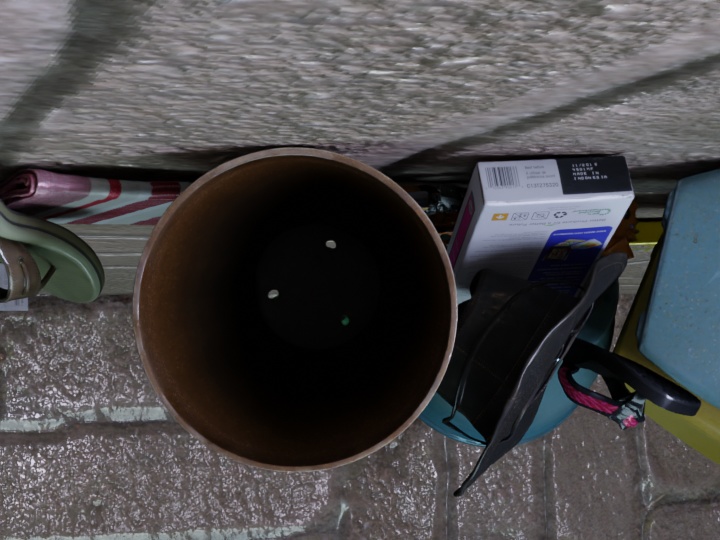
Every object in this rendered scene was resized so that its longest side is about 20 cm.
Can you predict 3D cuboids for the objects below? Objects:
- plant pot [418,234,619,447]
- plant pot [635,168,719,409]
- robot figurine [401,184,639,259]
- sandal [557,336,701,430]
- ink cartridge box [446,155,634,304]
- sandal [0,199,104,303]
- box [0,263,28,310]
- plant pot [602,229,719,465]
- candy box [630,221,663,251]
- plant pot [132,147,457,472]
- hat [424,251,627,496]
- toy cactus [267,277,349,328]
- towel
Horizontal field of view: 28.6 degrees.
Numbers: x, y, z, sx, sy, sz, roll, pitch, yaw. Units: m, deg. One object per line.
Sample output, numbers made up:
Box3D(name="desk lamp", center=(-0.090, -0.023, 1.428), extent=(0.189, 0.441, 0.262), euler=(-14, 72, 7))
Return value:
Box3D(name="plant pot", center=(0.127, 0.034, 1.193), extent=(0.200, 0.200, 0.188), euler=(-1, 163, -7))
Box3D(name="plant pot", center=(0.292, 0.020, 0.939), extent=(0.200, 0.197, 0.196), euler=(14, 180, 12))
Box3D(name="robot figurine", center=(0.090, -0.031, 1.020), extent=(0.200, 0.058, 0.145), euler=(0, 174, -12))
Box3D(name="sandal", center=(0.171, 0.080, 0.994), extent=(0.075, 0.045, 0.200), euler=(28, 178, -21))
Box3D(name="ink cartridge box", center=(0.107, -0.011, 0.934), extent=(0.095, 0.037, 0.200), euler=(-3, 152, -8))
Box3D(name="sandal", center=(-0.240, -0.012, 0.897), extent=(0.080, 0.057, 0.201), euler=(5, 165, 26))
Box3D(name="box", center=(-0.550, 0.025, 1.847), extent=(0.200, 0.060, 0.117), euler=(-2, 177, 8))
Box3D(name="plant pot", center=(0.304, 0.054, 1.136), extent=(0.176, 0.200, 0.200), euler=(23, 174, 9))
Box3D(name="candy box", center=(0.199, -0.030, 1.365), extent=(0.200, 0.026, 0.102), euler=(-1, 174, 5))
Box3D(name="plant pot", center=(-0.034, 0.016, 0.904), extent=(0.187, 0.187, 0.200), euler=(-1, -176, 3))
Box3D(name="hat", center=(0.087, 0.049, 0.898), extent=(0.081, 0.201, 0.201), euler=(32, -176, 12))
Box3D(name="toy cactus", center=(0.000, 0.000, 1.092), extent=(0.165, 0.102, 0.200), euler=(17, -165, 11))
Box3D(name="towel", center=(-0.156, -0.049, 0.967), extent=(0.200, 0.023, 0.144), euler=(0, 176, -35))
